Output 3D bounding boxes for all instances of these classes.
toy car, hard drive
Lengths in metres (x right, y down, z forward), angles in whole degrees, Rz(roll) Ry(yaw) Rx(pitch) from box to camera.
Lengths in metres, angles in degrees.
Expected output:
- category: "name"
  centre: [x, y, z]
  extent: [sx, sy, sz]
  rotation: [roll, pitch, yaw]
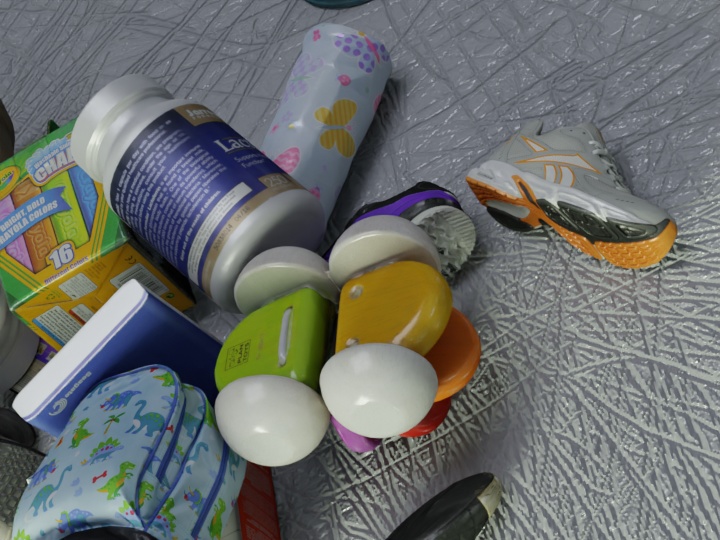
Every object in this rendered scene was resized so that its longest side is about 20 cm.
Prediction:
- category: "toy car"
  centre: [-0.006, 0.069, 1.478]
  extent: [0.200, 0.150, 0.175]
  rotation: [-17, 45, 24]
- category: "hard drive"
  centre: [-0.172, 0.092, 1.565]
  extent: [0.132, 0.200, 0.025]
  rotation: [-46, 61, 1]

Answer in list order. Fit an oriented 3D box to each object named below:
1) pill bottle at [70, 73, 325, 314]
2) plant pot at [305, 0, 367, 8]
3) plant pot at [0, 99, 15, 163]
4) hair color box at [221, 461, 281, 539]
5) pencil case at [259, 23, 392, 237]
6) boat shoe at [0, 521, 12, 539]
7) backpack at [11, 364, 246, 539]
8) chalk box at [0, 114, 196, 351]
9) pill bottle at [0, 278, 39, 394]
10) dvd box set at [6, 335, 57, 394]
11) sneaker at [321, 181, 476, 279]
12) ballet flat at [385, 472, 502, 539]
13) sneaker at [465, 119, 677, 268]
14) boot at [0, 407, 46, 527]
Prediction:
- category: "pill bottle"
  centre: [-0.133, -0.065, 1.598]
  extent: [0.200, 0.116, 0.116]
  rotation: [40, 87, 25]
- category: "plant pot"
  centre: [-0.035, -0.378, 1.834]
  extent: [0.200, 0.188, 0.200]
  rotation: [-22, 46, 25]
- category: "plant pot"
  centre: [-0.403, -0.069, 1.921]
  extent: [0.200, 0.200, 0.174]
  rotation: [-40, 58, 7]
- category: "hair color box"
  centre: [-0.115, 0.220, 1.517]
  extent: [0.101, 0.061, 0.200]
  rotation: [-30, 42, 18]
- category: "pencil case"
  centre: [-0.041, -0.113, 1.708]
  extent: [0.091, 0.083, 0.200]
  rotation: [-15, 47, 56]
- category: "boat shoe"
  centre: [-0.384, 0.233, 1.728]
  extent: [0.200, 0.069, 0.074]
  rotation: [-22, 46, 26]
- category: "backpack"
  centre: [-0.164, 0.165, 1.448]
  extent: [0.163, 0.154, 0.200]
  rotation: [-21, 14, 37]
- category: "chalk box"
  centre: [-0.245, -0.041, 1.734]
  extent: [0.124, 0.125, 0.200]
  rotation: [-31, 51, 9]
- category: "pill bottle"
  centre: [-0.379, 0.026, 1.744]
  extent: [0.120, 0.200, 0.120]
  rotation: [-22, 47, 26]
- category: "dvd box set"
  centre: [-0.253, 0.030, 1.810]
  extent: [0.146, 0.029, 0.200]
  rotation: [20, 73, 47]
- category: "sneaker"
  centre: [0.001, 0.000, 1.599]
  extent: [0.200, 0.070, 0.100]
  rotation: [-36, 33, 10]
- category: "ballet flat"
  centre: [0.033, 0.223, 1.411]
  extent: [0.200, 0.057, 0.066]
  rotation: [-48, 13, -9]
- category: "sneaker"
  centre: [0.169, -0.069, 1.503]
  extent: [0.200, 0.076, 0.092]
  rotation: [24, 71, 47]
- category: "boot"
  centre: [-0.299, 0.156, 1.704]
  extent: [0.070, 0.200, 0.132]
  rotation: [-64, -5, 11]
